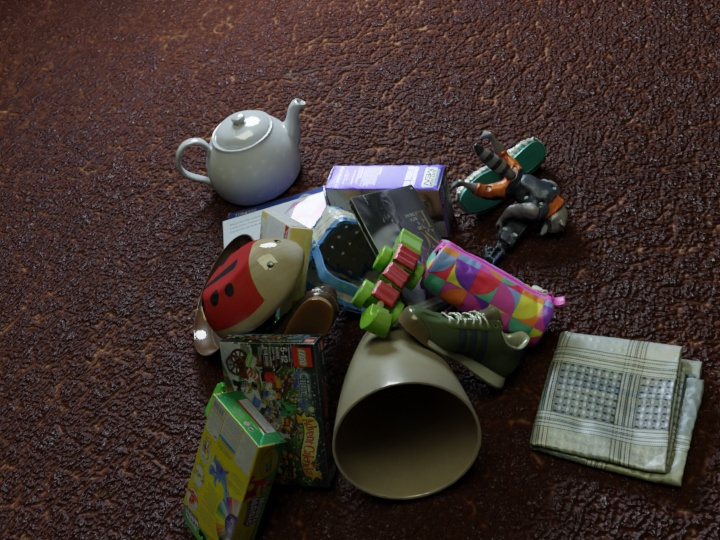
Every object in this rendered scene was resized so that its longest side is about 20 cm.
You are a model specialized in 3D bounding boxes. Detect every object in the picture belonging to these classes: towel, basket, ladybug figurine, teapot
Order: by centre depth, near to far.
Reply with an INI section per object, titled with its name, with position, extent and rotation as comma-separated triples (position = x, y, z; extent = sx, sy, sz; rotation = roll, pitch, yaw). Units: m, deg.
[towel]
position = 0.336, 0.170, 1.054
extent = 0.197, 0.035, 0.194
rotation = 10, 52, 24
[ladybug figurine]
position = -0.157, 0.020, 1.116
extent = 0.199, 0.072, 0.137
rotation = -36, 32, 35
[basket]
position = 0.000, 0.000, 1.224
extent = 0.140, 0.175, 0.200
rotation = -58, 26, 12
[teapot]
position = -0.215, -0.230, 1.525
extent = 0.195, 0.147, 0.201
rotation = 13, 54, 28

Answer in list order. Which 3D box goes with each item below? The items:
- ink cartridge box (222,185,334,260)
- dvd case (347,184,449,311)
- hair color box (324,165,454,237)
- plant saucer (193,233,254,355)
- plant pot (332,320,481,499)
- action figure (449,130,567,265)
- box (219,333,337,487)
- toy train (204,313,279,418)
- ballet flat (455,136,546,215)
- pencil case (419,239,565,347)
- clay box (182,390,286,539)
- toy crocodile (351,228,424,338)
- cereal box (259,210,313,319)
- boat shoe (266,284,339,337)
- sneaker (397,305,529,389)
[ink cartridge box]
position = -0.147, -0.073, 1.431
extent = 0.194, 0.044, 0.202
rotation = -16, 47, 3
[dvd case]
position = 0.077, -0.032, 1.212
extent = 0.148, 0.016, 0.202
rotation = -17, 75, -46
[hair color box]
position = 0.050, -0.116, 1.359
extent = 0.197, 0.110, 0.065
rotation = 1, 48, 19
[plant saucer]
position = -0.203, 0.042, 1.279
extent = 0.200, 0.034, 0.203
rotation = -39, 39, 41
[plant pot]
position = 0.052, 0.160, 1.073
extent = 0.185, 0.189, 0.201
rotation = -14, 31, 5
[action figure]
position = 0.240, -0.111, 1.284
extent = 0.192, 0.105, 0.201
rotation = 31, 64, 5
[box]
position = -0.108, 0.185, 1.076
extent = 0.134, 0.203, 0.038
rotation = -1, 15, 18
[toy train]
position = -0.172, 0.137, 1.171
extent = 0.202, 0.041, 0.056
rotation = -64, 26, 9
[ballet flat]
position = 0.233, -0.157, 1.382
extent = 0.199, 0.072, 0.072
rotation = -34, 47, -17
[pencil case]
position = 0.183, 0.029, 1.151
extent = 0.198, 0.089, 0.089
rotation = 25, 55, 2
[clay box]
position = -0.169, 0.273, 1.049
extent = 0.047, 0.202, 0.115
rotation = -3, 30, -42
[toy crocodile]
position = 0.044, 0.013, 1.102
extent = 0.067, 0.062, 0.201
rotation = 33, 47, -3
[cereal box]
position = -0.122, -0.008, 1.243
extent = 0.039, 0.146, 0.200
rotation = 5, 10, -20
[boat shoe]
position = -0.097, 0.103, 1.111
extent = 0.200, 0.070, 0.070
rotation = -46, 11, 18
[sneaker]
position = 0.146, 0.078, 1.079
extent = 0.090, 0.199, 0.067
rotation = -51, 29, 11
